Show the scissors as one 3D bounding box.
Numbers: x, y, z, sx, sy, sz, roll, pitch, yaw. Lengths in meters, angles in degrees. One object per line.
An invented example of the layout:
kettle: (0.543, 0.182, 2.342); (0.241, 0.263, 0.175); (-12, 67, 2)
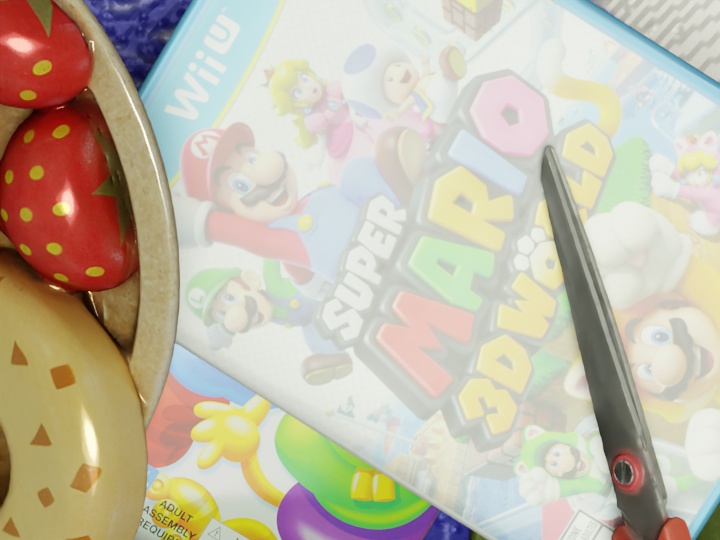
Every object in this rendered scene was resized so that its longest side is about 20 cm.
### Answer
scissors: (0.082, 0.066, 0.690); (0.014, 0.073, 0.202); (-6, 93, -41)

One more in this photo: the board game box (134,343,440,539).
board game box: (0.000, 0.000, 0.790); (0.105, 0.103, 0.201); (31, 96, -11)

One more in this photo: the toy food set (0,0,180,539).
toy food set: (-0.135, -0.011, 0.694); (0.197, 0.049, 0.201); (18, 116, 26)

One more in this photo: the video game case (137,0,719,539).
video game case: (0.031, -0.012, 0.720); (0.199, 0.018, 0.144); (32, 96, 0)

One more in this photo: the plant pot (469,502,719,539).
plant pot: (0.146, 0.109, 0.786); (0.198, 0.190, 0.202); (-1, 100, -7)
